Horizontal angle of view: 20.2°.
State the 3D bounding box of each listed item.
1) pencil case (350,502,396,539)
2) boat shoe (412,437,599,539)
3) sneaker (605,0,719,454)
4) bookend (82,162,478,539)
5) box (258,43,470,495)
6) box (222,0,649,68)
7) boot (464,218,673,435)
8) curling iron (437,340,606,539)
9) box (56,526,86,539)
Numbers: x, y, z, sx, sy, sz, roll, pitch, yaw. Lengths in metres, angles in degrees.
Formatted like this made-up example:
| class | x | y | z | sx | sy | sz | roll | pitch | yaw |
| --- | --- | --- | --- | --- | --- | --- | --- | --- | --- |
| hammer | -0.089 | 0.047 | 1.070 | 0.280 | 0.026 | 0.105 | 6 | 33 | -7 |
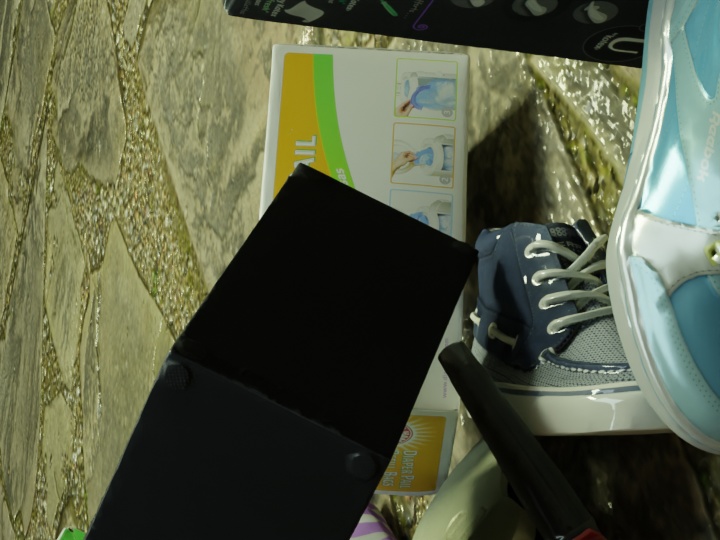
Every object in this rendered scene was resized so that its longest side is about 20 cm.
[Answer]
| class | x | y | z | sx | sy | sz | roll | pitch | yaw |
| --- | --- | --- | --- | --- | --- | --- | --- | --- | --- |
| pencil case | -0.009 | 0.181 | 1.093 | 0.084 | 0.085 | 0.200 | -60 | 26 | 10 |
| boat shoe | 0.068 | 0.123 | 0.902 | 0.074 | 0.063 | 0.201 | -53 | 9 | 7 |
| sneaker | 0.147 | -0.038 | 0.704 | 0.131 | 0.079 | 0.200 | 157 | 116 | -70 |
| bookend | -0.046 | 0.088 | 0.854 | 0.199 | 0.092 | 0.200 | -64 | -1 | 27 |
| box | 0.000 | 0.000 | 1.017 | 0.113 | 0.101 | 0.200 | 92 | -179 | -64 |
| box | 0.049 | -0.169 | 0.837 | 0.106 | 0.200 | 0.122 | 130 | 141 | -60 |
| boot | 0.089 | 0.022 | 0.863 | 0.200 | 0.073 | 0.091 | 178 | 91 | -72 |
| curling iron | 0.082 | 0.116 | 0.792 | 0.026 | 0.050 | 0.200 | -41 | 71 | 55 |
| box | -0.115 | 0.267 | 1.176 | 0.097 | 0.200 | 0.177 | -62 | -2 | -42 |
